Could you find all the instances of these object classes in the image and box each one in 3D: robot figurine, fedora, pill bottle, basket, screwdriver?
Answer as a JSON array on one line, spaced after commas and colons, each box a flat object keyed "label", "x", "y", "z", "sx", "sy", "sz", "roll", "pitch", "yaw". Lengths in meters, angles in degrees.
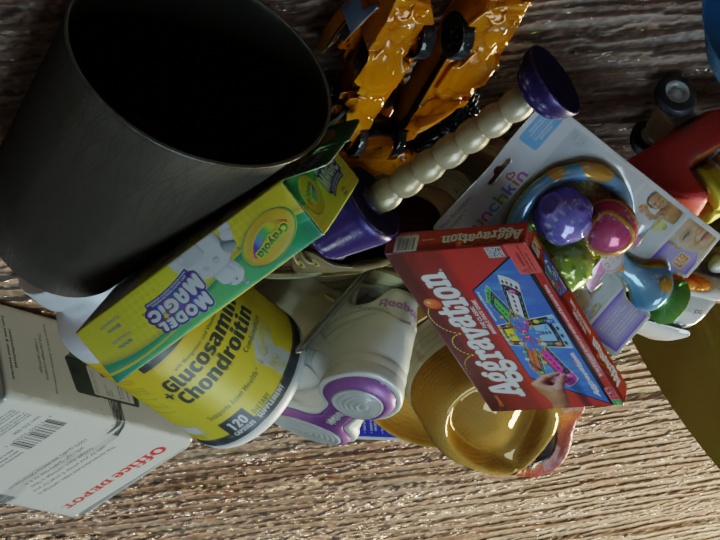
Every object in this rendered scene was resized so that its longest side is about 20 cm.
[{"label": "robot figurine", "x": 0.025, "y": -0.128, "z": 1.569, "sx": 0.144, "sy": 0.059, "sz": 0.200, "roll": 0, "pitch": 148, "yaw": -27}, {"label": "fedora", "x": 0.095, "y": 0.092, "z": 1.807, "sx": 0.199, "sy": 0.082, "sz": 0.201, "roll": -9, "pitch": 140, "yaw": -8}, {"label": "pill bottle", "x": -0.140, "y": 0.033, "z": 1.691, "sx": 0.112, "sy": 0.112, "sz": 0.200, "roll": -31, "pitch": 130, "yaw": 28}, {"label": "basket", "x": -0.146, "y": -0.077, "z": 1.501, "sx": 0.179, "sy": 0.137, "sz": 0.200, "roll": 13, "pitch": 146, "yaw": -31}, {"label": "screwdriver", "x": 0.000, "y": 0.000, "z": 1.707, "sx": 0.200, "sy": 0.029, "sz": 0.028, "roll": -42, "pitch": 163, "yaw": -44}]

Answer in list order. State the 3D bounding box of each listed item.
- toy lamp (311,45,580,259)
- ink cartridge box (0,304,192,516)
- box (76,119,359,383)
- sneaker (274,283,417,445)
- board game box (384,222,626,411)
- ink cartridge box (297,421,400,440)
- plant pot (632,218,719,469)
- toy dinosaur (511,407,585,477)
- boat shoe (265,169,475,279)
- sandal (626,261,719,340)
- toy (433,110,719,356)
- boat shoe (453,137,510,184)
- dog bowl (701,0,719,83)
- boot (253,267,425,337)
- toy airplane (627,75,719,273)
[{"label": "toy lamp", "x": 0.048, "y": -0.071, "z": 1.564, "sx": 0.199, "sy": 0.058, "sz": 0.058, "roll": -33, "pitch": 148, "yaw": 23}, {"label": "ink cartridge box", "x": -0.249, "y": 0.110, "z": 1.840, "sx": 0.146, "sy": 0.085, "sz": 0.199, "roll": -32, "pitch": 149, "yaw": 29}, {"label": "box", "x": -0.079, "y": -0.017, "z": 1.531, "sx": 0.200, "sy": 0.048, "sz": 0.117, "roll": -37, "pitch": -172, "yaw": 21}, {"label": "sneaker", "x": -0.011, "y": 0.068, "z": 1.757, "sx": 0.075, "sy": 0.100, "sz": 0.200, "roll": 27, "pitch": 157, "yaw": -20}, {"label": "board game box", "x": 0.101, "y": 0.035, "z": 1.650, "sx": 0.102, "sy": 0.020, "sz": 0.200, "roll": -4, "pitch": 144, "yaw": 27}, {"label": "ink cartridge box", "x": 0.043, "y": 0.089, "z": 1.926, "sx": 0.199, "sy": 0.037, "sz": 0.095, "roll": 0, "pitch": 121, "yaw": 11}, {"label": "plant pot", "x": 0.336, "y": 0.050, "z": 1.935, "sx": 0.199, "sy": 0.177, "sz": 0.200, "roll": -11, "pitch": 153, "yaw": -7}, {"label": "toy dinosaur", "x": 0.155, "y": 0.092, "z": 1.939, "sx": 0.104, "sy": 0.200, "sz": 0.183, "roll": -17, "pitch": 111, "yaw": -26}, {"label": "boat shoe", "x": -0.017, "y": -0.033, "z": 1.665, "sx": 0.199, "sy": 0.075, "sz": 0.066, "roll": -12, "pitch": -177, "yaw": 24}, {"label": "sandal", "x": 0.234, "y": 0.025, "z": 1.796, "sx": 0.205, "sy": 0.079, "sz": 0.060, "roll": 8, "pitch": 105, "yaw": -23}, {"label": "toy", "x": 0.157, "y": -0.017, "z": 1.634, "sx": 0.200, "sy": 0.047, "sz": 0.115, "roll": 33, "pitch": 103, "yaw": -40}, {"label": "boat shoe", "x": 0.114, "y": -0.048, "z": 1.771, "sx": 0.065, "sy": 0.071, "sz": 0.200, "roll": -48, "pitch": 157, "yaw": -15}, {"label": "dog bowl", "x": 0.319, "y": -0.164, "z": 1.600, "sx": 0.199, "sy": 0.112, "sz": 0.050, "roll": -12, "pitch": 160, "yaw": -7}, {"label": "boot", "x": -0.003, "y": 0.029, "z": 1.831, "sx": 0.155, "sy": 0.073, "sz": 0.199, "roll": -34, "pitch": 146, "yaw": 31}, {"label": "toy airplane", "x": 0.303, "y": -0.071, "z": 1.729, "sx": 0.198, "sy": 0.142, "sz": 0.200, "roll": -28, "pitch": 152, "yaw": 24}]
